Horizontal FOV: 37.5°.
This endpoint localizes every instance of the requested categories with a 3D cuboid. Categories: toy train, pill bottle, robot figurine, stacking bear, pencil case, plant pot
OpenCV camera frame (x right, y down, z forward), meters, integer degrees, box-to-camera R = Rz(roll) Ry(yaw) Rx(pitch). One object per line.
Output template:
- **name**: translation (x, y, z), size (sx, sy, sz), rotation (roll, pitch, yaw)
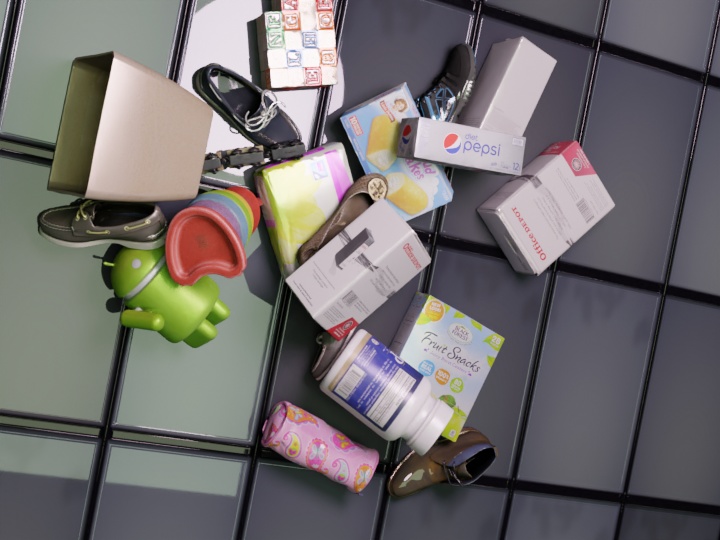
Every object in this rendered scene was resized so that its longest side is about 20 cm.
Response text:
- **toy train**: translation (-0.183, -0.178, 1.660), size (0.197, 0.046, 0.035), rotation (-10, 110, -5)
- **pill bottle**: translation (0.044, 0.199, 1.694), size (0.199, 0.120, 0.120), rotation (37, 81, 2)
- **robot figurine**: translation (-0.295, 0.029, 1.614), size (0.200, 0.115, 0.176), rotation (44, 52, -17)
- **stacking bear**: translation (-0.208, -0.069, 1.598), size (0.120, 0.200, 0.115), rotation (-10, 107, 16)
- **pencil case**: translation (-0.066, 0.293, 1.746), size (0.199, 0.087, 0.088), rotation (31, 84, -21)
- **plant pot**: translation (-0.329, -0.192, 1.551), size (0.175, 0.199, 0.203), rotation (12, 90, -32)

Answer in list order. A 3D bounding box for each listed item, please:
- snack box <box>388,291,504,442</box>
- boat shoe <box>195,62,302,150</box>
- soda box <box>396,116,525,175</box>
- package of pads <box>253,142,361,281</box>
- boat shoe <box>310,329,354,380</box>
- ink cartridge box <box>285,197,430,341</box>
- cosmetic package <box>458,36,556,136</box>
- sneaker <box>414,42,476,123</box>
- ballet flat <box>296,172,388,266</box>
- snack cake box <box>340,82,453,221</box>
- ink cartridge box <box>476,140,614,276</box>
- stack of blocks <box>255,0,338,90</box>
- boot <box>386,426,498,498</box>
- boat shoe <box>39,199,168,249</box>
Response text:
- **snack box**: translation (0.129, 0.164, 1.815), size (0.167, 0.068, 0.202), rotation (28, 83, -19)
- **boat shoe**: translation (-0.168, -0.255, 1.667), size (0.200, 0.062, 0.075), rotation (41, 78, -20)
- **soda box**: translation (0.160, -0.195, 1.679), size (0.197, 0.068, 0.064), rotation (7, 92, -24)
- **package of pads**: translation (-0.078, -0.088, 1.713), size (0.153, 0.068, 0.203), rotation (-21, 101, -19)
- **boat shoe**: translation (-0.034, 0.083, 1.746), size (0.057, 0.067, 0.201), rotation (34, 87, -10)
- **ink cartridge box**: translation (0.000, 0.000, 1.645), size (0.199, 0.144, 0.084), rotation (-40, 66, 0)
- **cosmetic package**: translation (0.237, -0.284, 1.798), size (0.084, 0.107, 0.202), rotation (29, 86, -21)
- **sneaker**: translation (0.137, -0.289, 1.776), size (0.081, 0.073, 0.203), rotation (17, 87, -14)
- **ballet flat**: translation (-0.023, -0.076, 1.676), size (0.200, 0.046, 0.068), rotation (-46, 110, -13)
- **snack cake box**: translation (0.062, -0.189, 1.735), size (0.114, 0.067, 0.202), rotation (-23, 104, 15)
- **ink cartridge box**: translation (0.324, -0.109, 1.858), size (0.199, 0.085, 0.146), rotation (-40, 107, -15)
- **stack of blocks**: translation (-0.104, -0.392, 1.682), size (0.113, 0.058, 0.203), rotation (-6, 97, -20)
- **boot**: translation (0.142, 0.336, 1.819), size (0.198, 0.097, 0.076), rotation (-29, 104, -16)
- **boat shoe**: translation (-0.382, -0.075, 1.561), size (0.198, 0.073, 0.061), rotation (3, 137, 8)
